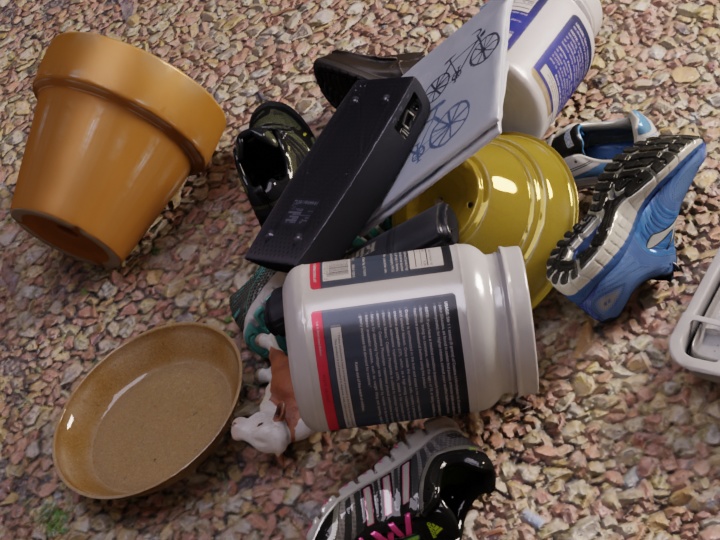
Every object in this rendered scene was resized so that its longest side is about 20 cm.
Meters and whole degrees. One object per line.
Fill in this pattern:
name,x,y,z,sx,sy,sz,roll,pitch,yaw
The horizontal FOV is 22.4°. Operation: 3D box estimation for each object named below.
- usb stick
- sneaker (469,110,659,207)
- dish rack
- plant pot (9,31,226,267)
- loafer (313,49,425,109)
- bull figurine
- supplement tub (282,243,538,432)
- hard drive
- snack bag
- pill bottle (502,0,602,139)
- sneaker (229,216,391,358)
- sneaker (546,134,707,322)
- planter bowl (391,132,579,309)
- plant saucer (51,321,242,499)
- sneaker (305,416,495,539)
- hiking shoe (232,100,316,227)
usb stick,0.000,0.000,1.592,0.199,0.033,0.056,-27,37,24
sneaker,0.179,-0.098,1.678,0.199,0.073,0.072,-19,44,14
dish rack,0.365,0.029,1.502,0.171,0.044,0.201,11,54,35
plant pot,-0.262,-0.112,1.854,0.199,0.200,0.184,11,70,34
loafer,0.043,-0.187,1.858,0.199,0.073,0.071,19,54,27
bull figurine,-0.039,0.086,1.627,0.199,0.065,0.121,-36,41,-9
supplement tub,0.041,0.054,1.507,0.198,0.141,0.141,-7,44,2
hard drive,-0.018,-0.082,1.630,0.201,0.042,0.135,-58,24,-12
snack bag,0.068,-0.143,1.631,0.188,0.021,0.201,-38,28,35
pill bottle,0.159,-0.207,1.768,0.119,0.120,0.200,6,38,30
sneaker,-0.052,-0.013,1.719,0.200,0.078,0.091,-44,33,-8
sneaker,0.244,-0.038,1.596,0.200,0.089,0.078,-51,29,-18
planter bowl,0.090,-0.048,1.629,0.199,0.083,0.202,-17,59,31
plant saucer,-0.188,0.135,1.664,0.199,0.036,0.201,-19,41,18
sneaker,0.034,0.202,1.470,0.200,0.074,0.087,-42,38,-23
hiking shoe,-0.085,-0.119,1.823,0.075,0.101,0.201,-19,43,7
